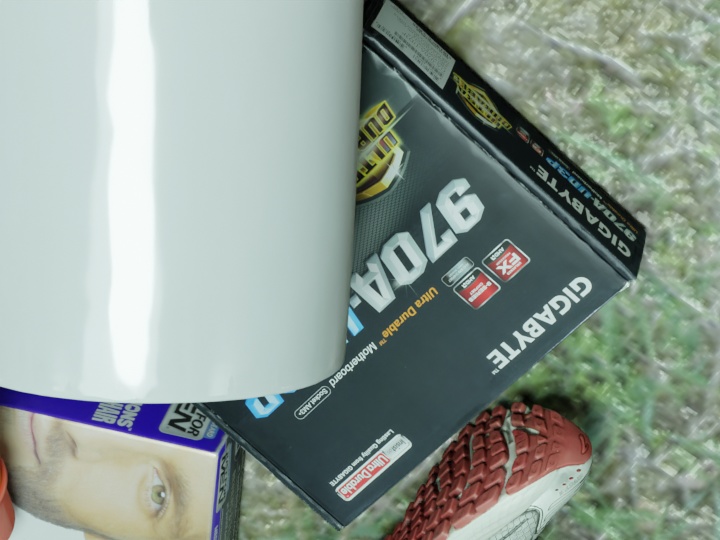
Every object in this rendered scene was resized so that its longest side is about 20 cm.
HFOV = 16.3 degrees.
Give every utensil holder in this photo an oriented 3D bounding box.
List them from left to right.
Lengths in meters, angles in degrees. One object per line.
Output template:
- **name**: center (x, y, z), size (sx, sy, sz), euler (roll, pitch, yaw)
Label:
- **utensil holder**: center (-0.080, -0.063, 0.969), size (0.169, 0.170, 0.202), euler (4, 100, 13)

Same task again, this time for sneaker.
- **sneaker**: center (0.055, 0.135, 1.149), size (0.082, 0.078, 0.200), euler (28, 133, -7)

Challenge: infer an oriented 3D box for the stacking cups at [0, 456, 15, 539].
- **stacking cups**: center (-0.187, 0.059, 1.063), size (0.060, 0.061, 0.201), euler (10, 148, 9)

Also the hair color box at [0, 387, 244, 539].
- **hair color box**: center (-0.157, 0.093, 1.182), size (0.198, 0.065, 0.110), euler (11, 121, 7)

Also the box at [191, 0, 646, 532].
- **box**: center (0.000, 0.000, 1.093), size (0.159, 0.046, 0.200), euler (42, 121, -10)
